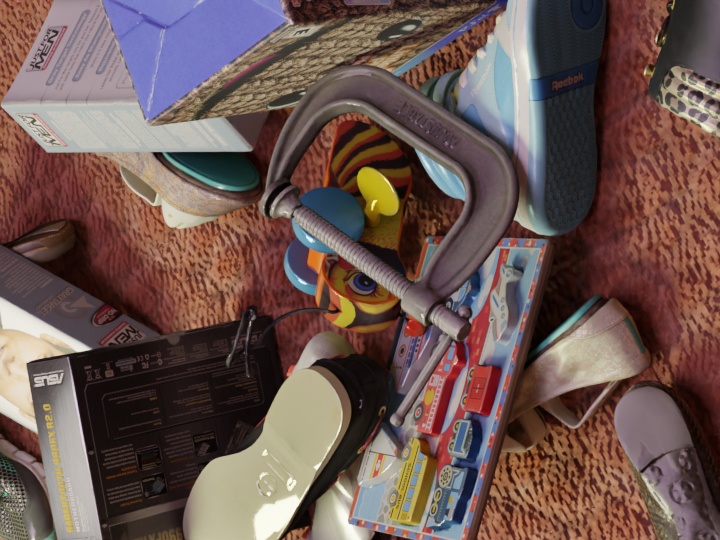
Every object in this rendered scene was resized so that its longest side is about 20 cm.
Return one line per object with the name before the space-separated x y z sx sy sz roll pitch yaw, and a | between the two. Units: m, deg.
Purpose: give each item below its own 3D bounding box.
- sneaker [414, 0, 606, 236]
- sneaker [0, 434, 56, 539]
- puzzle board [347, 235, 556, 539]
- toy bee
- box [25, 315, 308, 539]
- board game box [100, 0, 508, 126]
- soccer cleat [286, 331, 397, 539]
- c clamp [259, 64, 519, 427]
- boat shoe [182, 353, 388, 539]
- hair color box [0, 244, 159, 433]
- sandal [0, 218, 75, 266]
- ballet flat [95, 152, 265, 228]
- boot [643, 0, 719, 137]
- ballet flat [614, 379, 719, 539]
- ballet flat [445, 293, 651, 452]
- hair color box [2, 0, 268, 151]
sneaker | 0.083 -0.128 1.620 0.130 0.079 0.200 14 107 43
sneaker | -0.321 0.165 2.087 0.200 0.091 0.078 45 127 31
puzzle board | 0.053 0.074 1.651 0.151 0.017 0.200 3 75 60
toy bee | 0.000 0.000 1.692 0.109 0.131 0.200 21 76 5
box | -0.132 0.123 1.803 0.048 0.200 0.159 -9 92 43
board game box | -0.034 -0.175 1.643 0.159 0.200 0.097 -31 76 45
soccer cleat | -0.004 0.139 1.774 0.077 0.069 0.200 11 112 39
c clamp | 0.009 -0.030 1.597 0.200 0.027 0.171 42 96 29
boat shoe | -0.050 0.131 1.720 0.074 0.063 0.201 51 126 17
hair color box | -0.262 0.052 1.969 0.200 0.061 0.099 28 123 11
sandal | -0.291 0.011 2.050 0.200 0.080 0.054 -19 105 42
ballet flat | -0.133 -0.071 1.871 0.200 0.068 0.067 39 128 47
boot | 0.189 -0.178 1.497 0.203 0.073 0.154 36 117 32
ballet flat | 0.206 0.162 1.575 0.067 0.046 0.200 -23 85 14
ballet flat | 0.107 0.084 1.647 0.062 0.067 0.200 51 135 -1
hair color box | -0.148 -0.140 1.816 0.200 0.061 0.099 2 58 38
